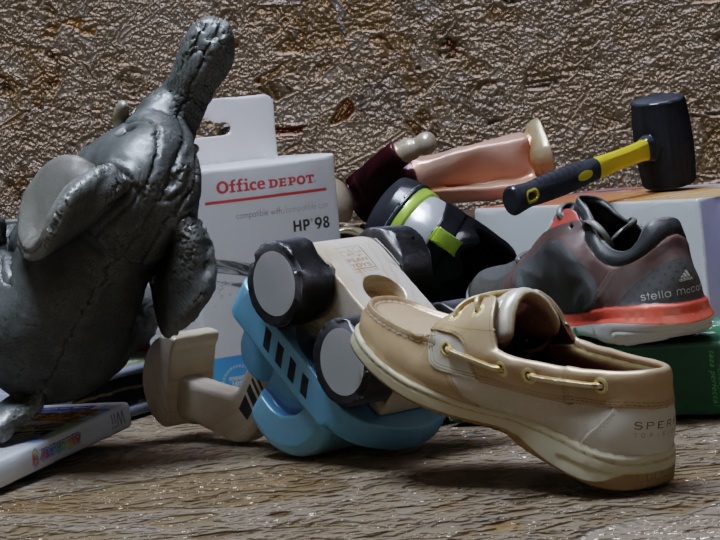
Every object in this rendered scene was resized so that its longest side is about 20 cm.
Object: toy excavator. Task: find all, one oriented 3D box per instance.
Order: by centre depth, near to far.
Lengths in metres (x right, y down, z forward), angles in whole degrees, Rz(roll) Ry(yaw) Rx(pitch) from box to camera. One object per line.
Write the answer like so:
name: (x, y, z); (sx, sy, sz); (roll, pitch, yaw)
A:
toy excavator: (-0.040, 0.058, 1.401); (0.100, 0.200, 0.194); (-8, 46, -42)

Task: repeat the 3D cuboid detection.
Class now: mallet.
mallet: (0.159, -0.079, 1.650); (0.041, 0.066, 0.200); (1, 8, 41)

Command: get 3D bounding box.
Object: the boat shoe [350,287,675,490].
boat shoe: (0.078, 0.041, 1.212); (0.200, 0.069, 0.074); (23, 23, 39)

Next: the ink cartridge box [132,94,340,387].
ink cartridge box: (-0.076, -0.011, 1.587); (0.116, 0.200, 0.067); (-9, 6, -36)

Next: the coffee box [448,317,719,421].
coffee box: (0.162, 0.055, 1.433); (0.200, 0.044, 0.123); (-3, 5, 28)

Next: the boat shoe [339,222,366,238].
boat shoe: (0.000, 0.000, 1.698); (0.076, 0.072, 0.200); (-12, 16, -4)

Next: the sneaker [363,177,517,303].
sneaker: (0.065, 0.007, 1.566); (0.083, 0.072, 0.200); (31, -2, 25)

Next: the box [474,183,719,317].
box: (0.205, -0.003, 1.728); (0.200, 0.106, 0.152); (-1, 6, 43)

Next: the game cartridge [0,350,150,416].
game cartridge: (-0.204, 0.082, 1.634); (0.133, 0.041, 0.200); (-7, 3, 31)

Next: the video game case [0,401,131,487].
video game case: (-0.239, 0.106, 1.424); (0.143, 0.018, 0.200); (-4, 7, 22)

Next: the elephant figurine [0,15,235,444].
elephant figurine: (-0.141, -0.025, 1.396); (0.141, 0.155, 0.200); (-10, -26, -48)

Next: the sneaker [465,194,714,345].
sneaker: (0.131, -0.004, 1.420); (0.077, 0.082, 0.200); (-11, 7, -33)

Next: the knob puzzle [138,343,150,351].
knob puzzle: (-0.130, 0.048, 1.727); (0.219, 0.030, 0.220); (5, -16, 1)

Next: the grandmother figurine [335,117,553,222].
grandmother figurine: (0.036, -0.062, 1.773); (0.200, 0.061, 0.121); (-13, -33, -9)

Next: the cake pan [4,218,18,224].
cake pan: (-0.187, 0.001, 1.727); (0.200, 0.037, 0.200); (2, -12, 0)
